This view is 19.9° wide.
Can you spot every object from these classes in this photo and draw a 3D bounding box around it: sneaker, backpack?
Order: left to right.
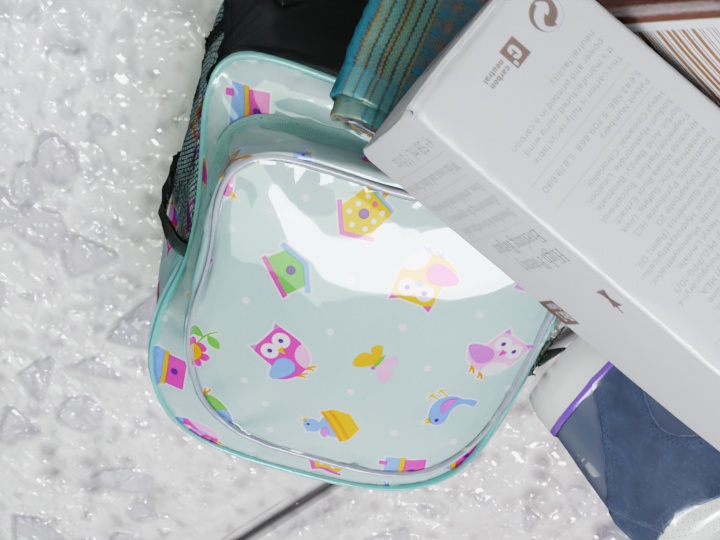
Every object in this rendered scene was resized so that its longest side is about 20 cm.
[{"bbox_3d":[0.000,0.000,0.851,0.175,0.154,0.201,14,131,-7],"label":"backpack"},{"bbox_3d":[0.182,0.041,0.826,0.200,0.081,0.147,-42,75,-3],"label":"sneaker"}]

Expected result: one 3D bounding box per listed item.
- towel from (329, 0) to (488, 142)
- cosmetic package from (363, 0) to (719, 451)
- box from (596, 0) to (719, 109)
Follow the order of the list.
[{"bbox_3d":[0.089,-0.114,0.763,0.146,0.022,0.201,26,81,-10],"label":"towel"},{"bbox_3d":[0.103,-0.008,0.692,0.200,0.102,0.074,41,82,-3],"label":"cosmetic package"},{"bbox_3d":[0.201,-0.104,0.690,0.164,0.166,0.200,42,81,-18],"label":"box"}]
